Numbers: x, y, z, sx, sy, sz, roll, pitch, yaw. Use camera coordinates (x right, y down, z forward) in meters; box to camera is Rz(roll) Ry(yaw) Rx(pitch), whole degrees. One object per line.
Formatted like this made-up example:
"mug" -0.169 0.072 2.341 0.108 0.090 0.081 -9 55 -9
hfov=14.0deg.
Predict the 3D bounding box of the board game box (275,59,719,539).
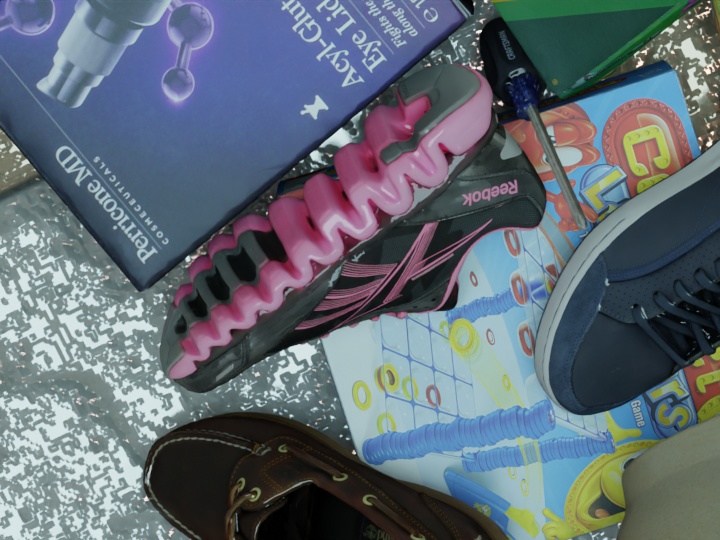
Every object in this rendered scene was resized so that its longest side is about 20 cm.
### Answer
"board game box" 0.082 0.026 1.378 0.195 0.056 0.201 -18 96 4

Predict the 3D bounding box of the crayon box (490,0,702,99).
"crayon box" 0.087 -0.194 1.309 0.119 0.058 0.200 -37 83 37

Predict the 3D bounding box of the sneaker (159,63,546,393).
"sneaker" 0.000 0.000 1.318 0.200 0.079 0.095 -38 121 14

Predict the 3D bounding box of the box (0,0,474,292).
"box" -0.069 -0.110 1.341 0.200 0.104 0.148 -41 95 5

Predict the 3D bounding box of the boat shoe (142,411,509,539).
"boat shoe" -0.026 0.113 1.341 0.199 0.070 0.071 14 104 34

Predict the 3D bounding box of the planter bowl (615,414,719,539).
"planter bowl" 0.189 0.132 1.280 0.200 0.200 0.135 -20 72 4

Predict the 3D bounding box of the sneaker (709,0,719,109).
"sneaker" 0.200 -0.095 1.344 0.078 0.090 0.201 -21 98 2

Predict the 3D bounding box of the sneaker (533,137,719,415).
"sneaker" 0.169 0.013 1.266 0.202 0.146 0.077 -45 122 11

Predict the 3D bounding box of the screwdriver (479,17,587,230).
"screwdriver" 0.075 -0.065 1.300 0.029 0.200 0.028 10 117 -8
